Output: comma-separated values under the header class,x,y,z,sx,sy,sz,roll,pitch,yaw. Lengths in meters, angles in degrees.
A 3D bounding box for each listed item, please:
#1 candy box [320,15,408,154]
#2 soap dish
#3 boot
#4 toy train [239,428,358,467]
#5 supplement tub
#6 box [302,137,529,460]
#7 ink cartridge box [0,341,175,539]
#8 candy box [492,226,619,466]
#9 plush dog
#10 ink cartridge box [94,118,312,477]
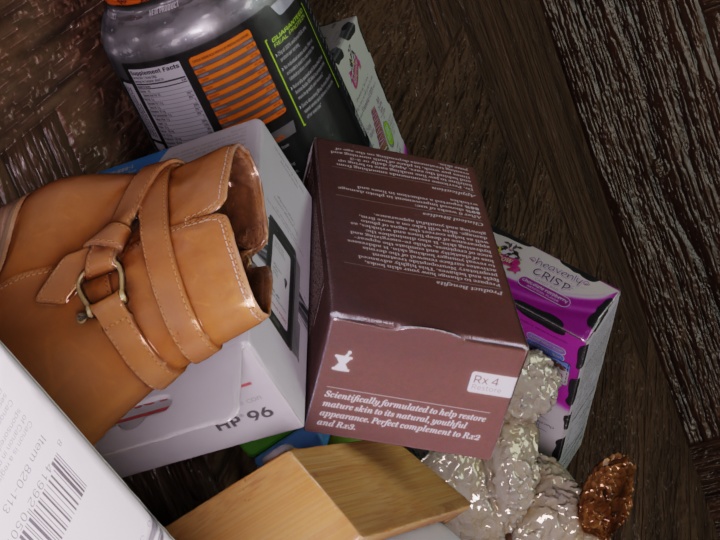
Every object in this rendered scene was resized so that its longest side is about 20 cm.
class,x,y,z,sx,sy,sz,roll,pitch,yaw
candy box,-0.005,-0.081,1.343,0.137,0.061,0.201,-69,141,-64
soap dish,-0.041,0.148,0.845,0.081,0.157,0.200,59,13,12
boot,-0.106,0.042,0.701,0.074,0.154,0.201,47,31,-58
toy train,-0.032,0.068,1.015,0.116,0.084,0.200,54,14,-10
supplement tub,-0.075,-0.112,1.023,0.123,0.122,0.201,-80,150,-57
box,0.020,0.009,0.906,0.200,0.100,0.075,-98,-159,-62
ink cartridge box,-0.134,0.131,0.569,0.200,0.082,0.147,59,45,-44
candy box,0.112,0.066,1.310,0.061,0.136,0.201,-49,158,-35
plush dog,0.104,0.170,1.238,0.171,0.200,0.161,30,55,-4
ink cartridge box,-0.090,0.028,0.845,0.201,0.115,0.068,-89,155,-45
